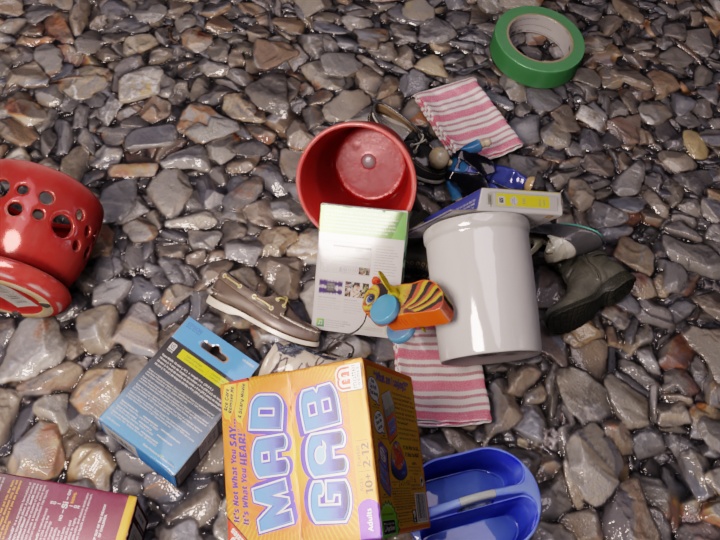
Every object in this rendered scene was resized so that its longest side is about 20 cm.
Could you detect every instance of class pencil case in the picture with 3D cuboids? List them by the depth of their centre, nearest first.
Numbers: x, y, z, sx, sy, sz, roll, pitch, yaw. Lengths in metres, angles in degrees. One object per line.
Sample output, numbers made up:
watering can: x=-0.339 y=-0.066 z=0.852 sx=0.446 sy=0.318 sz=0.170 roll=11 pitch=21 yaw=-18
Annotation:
pencil case: x=-0.057 y=0.173 z=1.143 sx=0.196 sy=0.091 sz=0.078 roll=19 pitch=14 yaw=8

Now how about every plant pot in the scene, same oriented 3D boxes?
plant pot: x=-0.513 y=-0.039 z=1.156 sx=0.196 sy=0.201 sz=0.186 roll=10 pitch=64 yaw=0
plant pot: x=0.005 y=-0.166 z=1.283 sx=0.196 sy=0.204 sz=0.178 roll=17 pitch=22 yaw=4

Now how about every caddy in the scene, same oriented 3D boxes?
caddy: x=0.153 y=0.330 z=1.058 sx=0.195 sy=0.106 sz=0.144 roll=-11 pitch=59 yaw=-13

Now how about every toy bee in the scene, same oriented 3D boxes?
toy bee: x=0.041 y=0.046 z=1.125 sx=0.195 sy=0.132 sz=0.110 roll=-4 pitch=49 yaw=11

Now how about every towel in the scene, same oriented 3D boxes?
towel: x=0.127 y=0.150 z=1.212 sx=0.143 sy=0.030 sz=0.204 roll=-1 pitch=58 yaw=-8
towel: x=0.211 y=-0.298 z=1.491 sx=0.144 sy=0.030 sz=0.202 roll=-19 pitch=63 yaw=-19

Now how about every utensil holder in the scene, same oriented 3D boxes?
utensil holder: x=0.186 y=0.034 z=1.158 sx=0.166 sy=0.170 sz=0.205 roll=-2 pitch=77 yaw=-8

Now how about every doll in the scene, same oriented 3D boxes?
doll: x=0.217 y=-0.178 z=1.392 sx=0.196 sy=0.048 sz=0.139 roll=20 pitch=85 yaw=-3

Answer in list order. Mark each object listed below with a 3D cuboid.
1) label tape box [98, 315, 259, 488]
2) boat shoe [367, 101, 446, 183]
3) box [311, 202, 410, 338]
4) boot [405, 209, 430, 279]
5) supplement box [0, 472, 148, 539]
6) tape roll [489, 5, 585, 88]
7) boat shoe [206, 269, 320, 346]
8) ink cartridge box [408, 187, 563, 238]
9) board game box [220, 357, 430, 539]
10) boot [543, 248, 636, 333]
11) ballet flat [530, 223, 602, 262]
label tape box: x=-0.261 y=0.190 z=1.119 sx=0.143 sy=0.064 sz=0.201 roll=31 pitch=60 yaw=13
boat shoe: x=0.091 y=-0.243 z=1.433 sx=0.073 sy=0.061 sz=0.200 roll=-35 pitch=68 yaw=-27
box: x=0.000 y=0.000 z=1.205 sx=0.141 sy=0.036 sz=0.205 roll=6 pitch=98 yaw=9
boot: x=0.093 y=-0.003 z=1.280 sx=0.199 sy=0.078 sz=0.138 roll=-39 pitch=74 yaw=-25
supplement box: x=-0.389 y=0.334 z=0.987 sx=0.195 sy=0.111 sz=0.087 roll=10 pitch=56 yaw=-1
tape roll: x=0.378 y=-0.480 z=1.623 sx=0.195 sy=0.049 sz=0.204 roll=3 pitch=57 yaw=-5
boat shoe: x=-0.148 y=0.061 z=1.202 sx=0.197 sy=0.072 sz=0.061 roll=23 pitch=89 yaw=12
ink cartridge box: x=0.184 y=-0.087 z=1.211 sx=0.196 sy=0.197 sz=0.048 roll=4 pitch=79 yaw=-21
board game box: x=-0.041 y=0.240 z=0.971 sx=0.196 sy=0.200 sz=0.204 roll=-12 pitch=72 yaw=19
boot: x=0.366 y=0.021 z=1.314 sx=0.197 sy=0.069 sz=0.131 roll=-25 pitch=52 yaw=-20
ballet flat: x=0.315 y=-0.047 z=1.313 sx=0.197 sy=0.074 sz=0.074 roll=15 pitch=54 yaw=32
